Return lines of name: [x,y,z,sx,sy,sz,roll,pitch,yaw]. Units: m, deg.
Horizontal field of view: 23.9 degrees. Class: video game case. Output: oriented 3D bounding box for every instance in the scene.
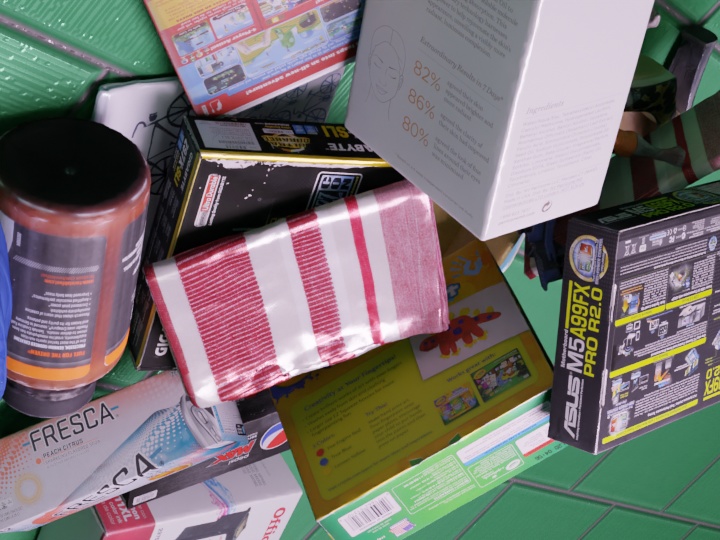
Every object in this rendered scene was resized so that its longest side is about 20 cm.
video game case: [-0.067,-0.188,1.065,0.142,0.017,0.200,-24,140,-2]

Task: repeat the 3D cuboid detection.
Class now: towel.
towel: [-0.038,0.018,1.178,0.199,0.023,0.144,-18,136,-6]
towel: [0.216,-0.068,1.329,0.199,0.023,0.144,-32,-166,17]

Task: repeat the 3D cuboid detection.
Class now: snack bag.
snack bag: [-0.119,-0.067,1.203,0.199,0.021,0.189,-9,139,-36]

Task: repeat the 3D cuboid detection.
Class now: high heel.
high heel: [0.212,-0.118,1.398,0.199,0.071,0.143,-20,138,-40]

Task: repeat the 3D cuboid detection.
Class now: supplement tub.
supplement tub: [-0.201,0.005,1.127,0.106,0.107,0.201,-14,137,-31]

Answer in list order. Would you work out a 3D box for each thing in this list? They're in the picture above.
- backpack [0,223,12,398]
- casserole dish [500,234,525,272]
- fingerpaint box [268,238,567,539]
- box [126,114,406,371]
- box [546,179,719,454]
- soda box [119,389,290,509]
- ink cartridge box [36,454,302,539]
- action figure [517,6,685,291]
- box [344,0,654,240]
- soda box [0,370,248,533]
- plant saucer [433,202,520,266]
backpack: [-0.305,0.038,1.001,0.199,0.168,0.163,-3,143,-16]
casserole dish: [0.101,-0.050,1.415,0.121,0.039,0.201,-12,141,-32]
fingerpaint box: [0.044,0.096,1.267,0.199,0.167,0.073,-31,134,5]
box: [-0.068,-0.015,1.195,0.159,0.049,0.201,0,132,-27]
box: [0.215,0.029,1.211,0.199,0.044,0.161,-15,115,-45]
soda box: [-0.115,0.122,1.396,0.199,0.071,0.064,-17,142,-28]
ink cartridge box: [-0.168,0.224,1.464,0.199,0.083,0.146,-7,136,-37]
action figure: [0.138,-0.094,1.257,0.192,0.105,0.201,-10,101,-10]
box: [0.088,-0.149,1.078,0.106,0.152,0.201,-17,134,-35]
soda box: [-0.190,0.134,1.280,0.199,0.069,0.064,-23,168,12]
plant saucer: [0.000,0.000,1.311,0.199,0.049,0.200,10,128,-32]
